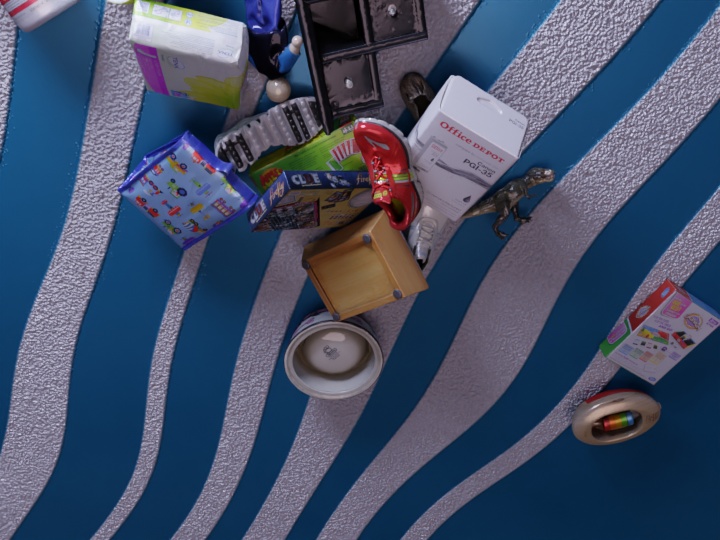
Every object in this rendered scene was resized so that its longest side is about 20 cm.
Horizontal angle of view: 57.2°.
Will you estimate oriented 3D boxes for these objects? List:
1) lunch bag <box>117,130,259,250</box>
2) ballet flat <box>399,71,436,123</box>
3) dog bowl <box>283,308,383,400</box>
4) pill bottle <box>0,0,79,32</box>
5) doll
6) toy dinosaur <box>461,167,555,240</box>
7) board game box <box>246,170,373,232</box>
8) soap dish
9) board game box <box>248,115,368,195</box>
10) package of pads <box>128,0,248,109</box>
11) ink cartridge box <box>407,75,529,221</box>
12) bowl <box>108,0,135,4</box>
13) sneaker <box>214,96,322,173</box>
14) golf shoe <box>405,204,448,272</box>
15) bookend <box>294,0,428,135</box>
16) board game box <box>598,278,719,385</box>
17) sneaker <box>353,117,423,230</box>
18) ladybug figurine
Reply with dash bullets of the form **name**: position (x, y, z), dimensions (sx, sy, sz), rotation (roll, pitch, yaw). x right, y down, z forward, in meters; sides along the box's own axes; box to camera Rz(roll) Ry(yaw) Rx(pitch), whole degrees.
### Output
- **lunch bag**: position (-0.268, -0.134, 1.059), dimensions (0.199, 0.095, 0.151), rotation (-16, 129, 44)
- **ballet flat**: position (0.130, -0.240, 1.094), dimensions (0.067, 0.047, 0.200), rotation (-31, 119, 16)
- **dog bowl**: position (-0.054, 0.161, 1.324), dimensions (0.197, 0.074, 0.202), rotation (-1, 123, -2)
- **pill bottle**: position (-0.474, -0.439, 0.888), dimensions (0.111, 0.113, 0.201), rotation (-24, 121, 12)
- **doll**: position (-0.134, -0.350, 0.982), dimensions (0.135, 0.048, 0.202), rotation (19, 127, 34)
- **toy dinosaur**: position (0.260, -0.111, 1.181), dimensions (0.198, 0.048, 0.089), rotation (-27, 108, 4)
- **board game box**: position (-0.070, -0.114, 1.080), dimensions (0.198, 0.035, 0.135), rotation (-7, 158, -41)
- **soap dish**: position (0.000, 0.000, 1.165), dimensions (0.198, 0.081, 0.159), rotation (-22, 103, 36)
- **board game box**: position (-0.078, -0.174, 1.122), dimensions (0.198, 0.048, 0.102), rotation (-25, 120, 11)
- **package of pads**: position (-0.238, -0.301, 0.949), dimensions (0.152, 0.200, 0.069), rotation (10, 84, -9)
- **ink cartridge box**: position (0.148, -0.187, 1.046), dimensions (0.145, 0.083, 0.200), rotation (28, 148, -8)
- **bowl**: position (-0.284, -0.460, 0.877), dimensions (0.107, 0.199, 0.202), rotation (-19, 136, -44)
- **sneaker**: position (-0.149, -0.232, 1.070), dimensions (0.198, 0.081, 0.076), rotation (-25, 122, -11)
- **golf shoe**: position (0.117, -0.059, 1.181), dimensions (0.077, 0.098, 0.202), rotation (12, 120, -10)
- **bookend**: position (0.016, -0.331, 0.983), dimensions (0.196, 0.092, 0.202), rotation (-13, 120, -4)
- **board game box**: position (0.621, 0.132, 1.367), dimensions (0.152, 0.041, 0.201), rotation (28, 117, -20)
- **sneaker**: position (0.043, -0.144, 1.021), dimensions (0.076, 0.085, 0.201), rotation (0, 137, 36)
- **ladybug figurine**: position (0.563, 0.318, 1.464), dimensions (0.197, 0.072, 0.137), rotation (-13, 122, 5)
